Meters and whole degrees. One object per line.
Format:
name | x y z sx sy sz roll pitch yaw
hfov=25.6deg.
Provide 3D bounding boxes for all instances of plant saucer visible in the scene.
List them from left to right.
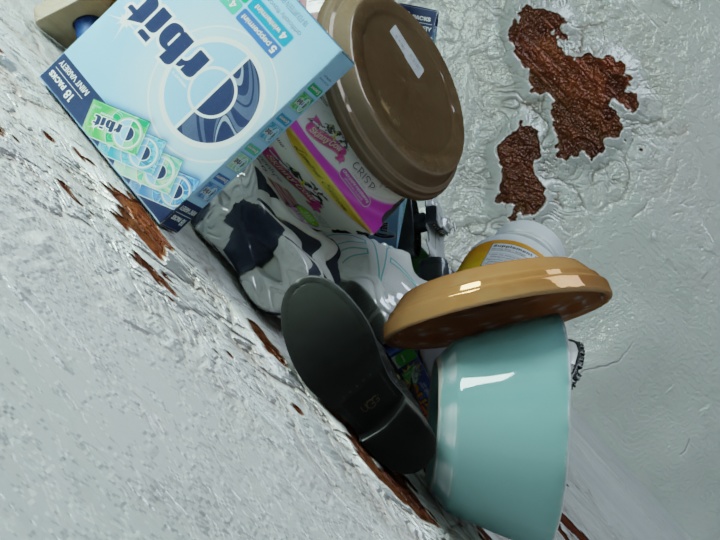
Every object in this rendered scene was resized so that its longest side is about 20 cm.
plant saucer | 0.032 -0.159 1.389 0.200 0.029 0.201 34 44 -41
plant saucer | 0.114 0.027 1.352 0.200 0.199 0.038 28 50 -73

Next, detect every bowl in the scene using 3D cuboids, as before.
bowl | 0.111 0.134 1.340 0.104 0.203 0.201 3 10 -2

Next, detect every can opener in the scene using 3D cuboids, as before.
can opener | 0.069 0.012 1.634 0.053 0.066 0.201 47 34 -56

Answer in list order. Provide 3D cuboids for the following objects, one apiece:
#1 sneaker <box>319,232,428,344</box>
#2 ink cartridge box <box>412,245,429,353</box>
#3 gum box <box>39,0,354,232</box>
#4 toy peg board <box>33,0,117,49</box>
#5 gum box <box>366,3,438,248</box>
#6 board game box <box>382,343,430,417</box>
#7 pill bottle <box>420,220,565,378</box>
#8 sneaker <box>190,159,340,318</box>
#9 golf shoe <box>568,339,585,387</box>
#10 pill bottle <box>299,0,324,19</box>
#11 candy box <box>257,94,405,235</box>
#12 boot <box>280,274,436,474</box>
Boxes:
sneaker | 0.000 0.000 1.493 0.200 0.080 0.071 46 -37 43
ink cartridge box | 0.090 0.080 1.716 0.200 0.084 0.146 49 -10 14
gum box | -0.134 -0.162 1.276 0.170 0.200 0.045 49 6 15
toy peg board | -0.169 -0.207 1.504 0.200 0.198 0.098 38 33 -58
gum box | 0.035 -0.134 1.575 0.044 0.202 0.170 10 -19 3
board game box | 0.035 0.084 1.542 0.136 0.034 0.200 61 -1 -28
pill bottle | 0.140 0.034 1.571 0.111 0.111 0.200 46 37 -9
sneaker | -0.081 -0.030 1.401 0.199 0.079 0.130 50 5 27
golf shoe | 0.151 0.126 1.580 0.094 0.200 0.078 38 -33 6
pill bottle | -0.024 -0.239 1.483 0.114 0.113 0.202 39 48 -54
candy box | -0.060 -0.102 1.426 0.137 0.061 0.199 51 -23 -23
boot | -0.005 0.078 1.335 0.201 0.069 0.174 57 3 -12
